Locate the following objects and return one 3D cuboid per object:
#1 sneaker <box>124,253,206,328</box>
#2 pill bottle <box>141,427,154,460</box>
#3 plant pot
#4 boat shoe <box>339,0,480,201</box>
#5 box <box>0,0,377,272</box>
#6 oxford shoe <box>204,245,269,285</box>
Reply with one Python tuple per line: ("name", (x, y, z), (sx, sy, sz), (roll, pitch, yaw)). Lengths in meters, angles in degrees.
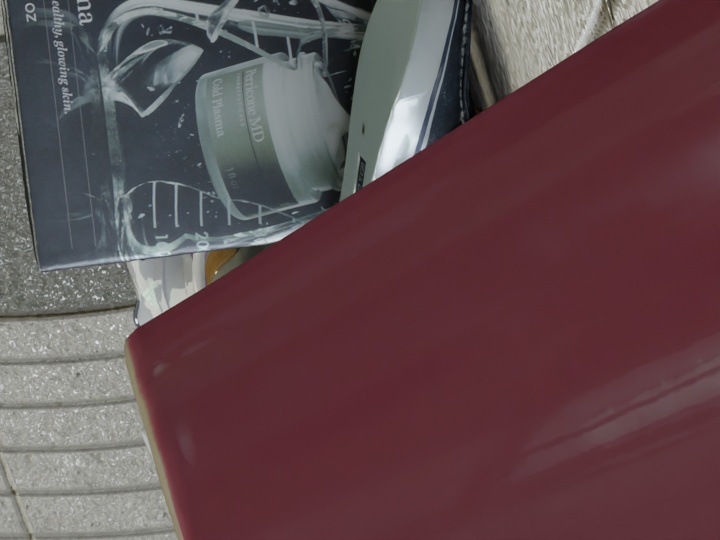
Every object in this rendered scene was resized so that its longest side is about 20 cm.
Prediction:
("sneaker", (-0.095, -0.043, 1.434), (0.078, 0.139, 0.201), (11, -87, -59))
("pill bottle", (-0.005, 0.066, 1.218), (0.112, 0.200, 0.112), (56, 170, 16))
("plant pot", (0.063, 0.041, 0.423), (0.200, 0.178, 0.201), (159, 90, -86))
("boat shoe", (0.043, -0.051, 1.121), (0.071, 0.091, 0.201), (-118, 36, -61))
("box", (-0.078, -0.118, 1.196), (0.124, 0.196, 0.201), (-126, 30, -73))
("oxford shoe", (-0.006, -0.007, 1.295), (0.058, 0.200, 0.075), (53, 128, 24))
